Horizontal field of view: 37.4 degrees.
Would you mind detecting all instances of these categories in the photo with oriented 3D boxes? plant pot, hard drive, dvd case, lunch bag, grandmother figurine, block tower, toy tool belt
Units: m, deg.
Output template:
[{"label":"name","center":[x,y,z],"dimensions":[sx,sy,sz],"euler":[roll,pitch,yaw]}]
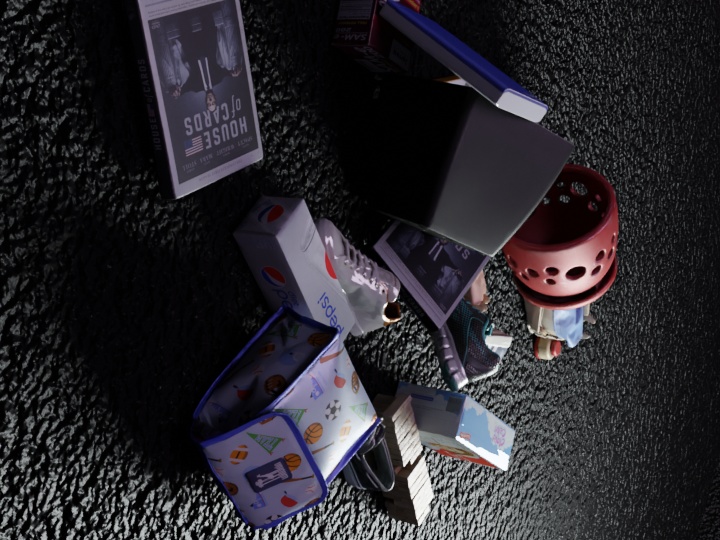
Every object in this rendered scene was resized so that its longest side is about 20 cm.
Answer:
[{"label":"plant pot","center":[0.122,-0.131,1.394],"dimensions":[0.199,0.199,0.178],"euler":[22,91,-36]},{"label":"hard drive","center":[0.127,-0.255,1.298],"dimensions":[0.025,0.200,0.132],"euler":[-55,153,17]},{"label":"plant pot","center":[0.334,-0.047,1.768],"dimensions":[0.201,0.199,0.183],"euler":[-60,144,-33]},{"label":"dvd case","center":[-0.166,-0.191,1.085],"dimensions":[0.150,0.025,0.201],"euler":[-35,123,-51]},{"label":"dvd case","center":[0.103,-0.029,1.497],"dimensions":[0.150,0.025,0.200],"euler":[50,48,-11]},{"label":"lunch bag","center":[-0.088,0.175,1.204],"dimensions":[0.200,0.123,0.171],"euler":[-45,133,-27]},{"label":"grandmother figurine","center":[0.164,-0.037,1.633],"dimensions":[0.121,0.060,0.201],"euler":[-75,158,-72]},{"label":"block tower","center":[0.054,0.265,1.503],"dimensions":[0.054,0.058,0.201],"euler":[-46,134,-44]},{"label":"toy tool belt","center":[0.365,0.081,1.908],"dimensions":[0.125,0.122,0.201],"euler":[-45,132,-45]}]

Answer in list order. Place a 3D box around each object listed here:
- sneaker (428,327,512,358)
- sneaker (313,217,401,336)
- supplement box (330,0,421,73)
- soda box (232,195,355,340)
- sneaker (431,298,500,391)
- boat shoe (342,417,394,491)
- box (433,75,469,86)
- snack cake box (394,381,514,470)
[{"label":"sneaker","center":[0.163,0.125,1.645],"dimensions":[0.199,0.075,0.085],"euler":[14,102,-50]},{"label":"sneaker","center":[0.000,0.000,1.329],"dimensions":[0.200,0.084,0.073],"euler":[63,18,-47]},{"label":"supplement box","center":[0.030,-0.364,1.351],"dimensions":[0.109,0.061,0.201],"euler":[17,82,-58]},{"label":"soda box","center":[-0.074,0.010,1.245],"dimensions":[0.068,0.063,0.201],"euler":[-57,139,-37]},{"label":"sneaker","center":[0.145,0.076,1.526],"dimensions":[0.078,0.091,0.201],"euler":[85,-7,-62]},{"label":"boat shoe","center":[0.002,0.209,1.394],"dimensions":[0.072,0.071,0.201],"euler":[-53,136,-39]},{"label":"box","center":[0.131,-0.222,1.559],"dimensions":[0.200,0.041,0.120],"euler":[-27,118,-56]},{"label":"snack cake box","center":[0.139,0.232,1.577],"dimensions":[0.200,0.114,0.068],"euler":[39,63,-54]}]
